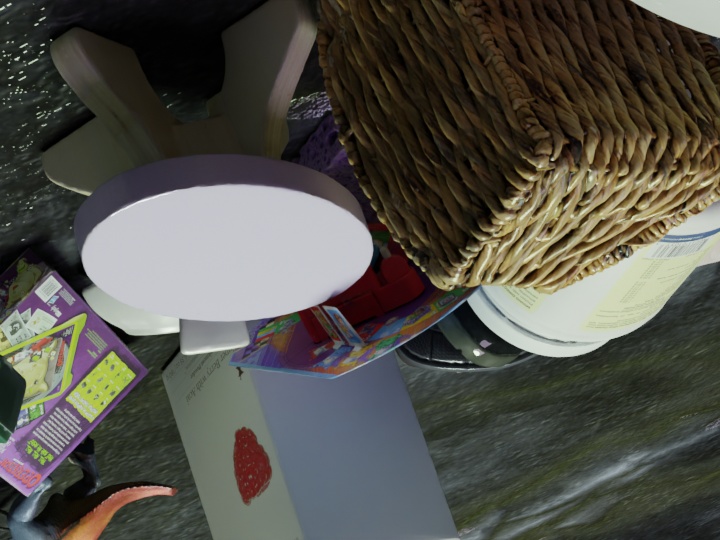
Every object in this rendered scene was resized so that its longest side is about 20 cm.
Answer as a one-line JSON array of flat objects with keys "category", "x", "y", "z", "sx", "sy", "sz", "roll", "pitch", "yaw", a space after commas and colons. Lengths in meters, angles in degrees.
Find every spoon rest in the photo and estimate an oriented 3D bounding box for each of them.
[{"category": "spoon rest", "x": -0.109, "y": 0.010, "z": 1.392, "sx": 0.099, "sy": 0.061, "sz": 0.200, "roll": -7, "pitch": -174, "yaw": -16}]

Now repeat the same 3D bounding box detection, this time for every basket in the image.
[{"category": "basket", "x": 0.083, "y": -0.090, "z": 1.183, "sx": 0.149, "sy": 0.200, "sz": 0.143, "roll": -3, "pitch": 145, "yaw": -33}]

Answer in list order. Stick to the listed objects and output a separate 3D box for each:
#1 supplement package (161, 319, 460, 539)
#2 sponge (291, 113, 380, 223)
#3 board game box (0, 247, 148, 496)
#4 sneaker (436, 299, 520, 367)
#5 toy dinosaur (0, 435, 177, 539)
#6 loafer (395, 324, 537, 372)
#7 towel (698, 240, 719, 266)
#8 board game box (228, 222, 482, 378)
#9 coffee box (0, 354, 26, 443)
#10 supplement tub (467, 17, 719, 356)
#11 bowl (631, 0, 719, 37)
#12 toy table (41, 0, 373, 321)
[{"category": "supplement package", "x": -0.037, "y": 0.126, "z": 1.580, "sx": 0.120, "sy": 0.200, "sz": 0.121, "roll": -4, "pitch": 152, "yaw": -33}, {"category": "sponge", "x": -0.012, "y": -0.036, "z": 1.457, "sx": 0.111, "sy": 0.030, "sz": 0.200, "roll": -4, "pitch": 152, "yaw": -32}, {"category": "board game box", "x": -0.212, "y": 0.069, "z": 1.473, "sx": 0.120, "sy": 0.032, "sz": 0.200, "roll": -50, "pitch": 158, "yaw": -9}, {"category": "sneaker", "x": 0.122, "y": -0.003, "z": 1.538, "sx": 0.114, "sy": 0.076, "sz": 0.199, "roll": -43, "pitch": 170, "yaw": 30}, {"category": "toy dinosaur", "x": -0.241, "y": 0.213, "z": 1.672, "sx": 0.105, "sy": 0.200, "sz": 0.182, "roll": -10, "pitch": 113, "yaw": -45}, {"category": "loafer", "x": 0.117, "y": 0.036, "z": 1.672, "sx": 0.200, "sy": 0.072, "sz": 0.063, "roll": -16, "pitch": 163, "yaw": -11}, {"category": "towel", "x": 0.310, "y": -0.071, "z": 1.632, "sx": 0.191, "sy": 0.032, "sz": 0.200, "roll": -13, "pitch": 155, "yaw": -17}, {"category": "board game box", "x": 0.000, "y": 0.000, "z": 1.377, "sx": 0.158, "sy": 0.039, "sz": 0.200, "roll": -38, "pitch": -161, "yaw": -23}, {"category": "coffee box", "x": -0.299, "y": 0.046, "z": 1.267, "sx": 0.200, "sy": 0.044, "sz": 0.123, "roll": 3, "pitch": 154, "yaw": 21}, {"category": "supplement tub", "x": 0.147, "y": -0.045, "z": 1.413, "sx": 0.145, "sy": 0.145, "sz": 0.200, "roll": -9, "pitch": 155, "yaw": -24}, {"category": "bowl", "x": 0.206, "y": -0.200, "z": 1.053, "sx": 0.075, "sy": 0.200, "sz": 0.200, "roll": 19, "pitch": -173, "yaw": 42}, {"category": "toy table", "x": -0.086, "y": -0.055, "z": 1.244, "sx": 0.184, "sy": 0.117, "sz": 0.200, "roll": -25, "pitch": 156, "yaw": 15}]
